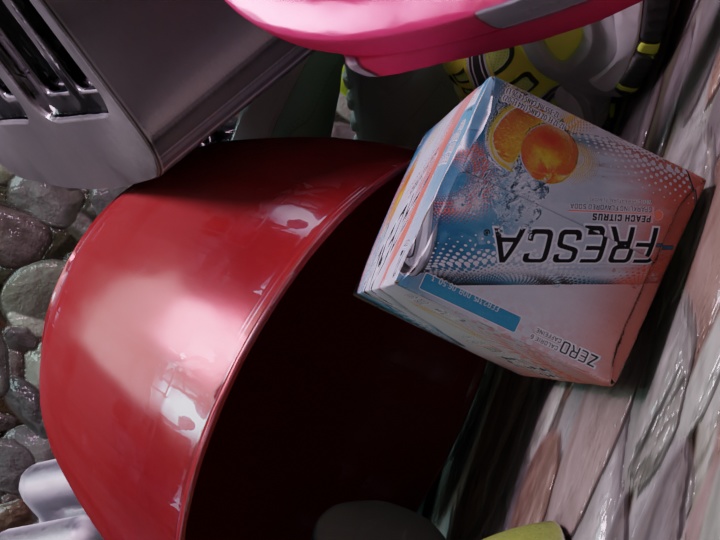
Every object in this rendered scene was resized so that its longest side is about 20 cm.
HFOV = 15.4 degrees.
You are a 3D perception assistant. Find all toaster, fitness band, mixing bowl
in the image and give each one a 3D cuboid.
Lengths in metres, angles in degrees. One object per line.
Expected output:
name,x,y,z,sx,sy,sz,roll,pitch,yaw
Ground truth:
toaster,-0.100,-0.127,0.946,0.119,0.200,0.181,-42,19,-18
fitness band,0.035,-0.140,0.813,0.037,0.199,0.145,22,-121,-58
mixing bowl,-0.044,0.029,0.962,0.200,0.108,0.201,-45,-30,-35

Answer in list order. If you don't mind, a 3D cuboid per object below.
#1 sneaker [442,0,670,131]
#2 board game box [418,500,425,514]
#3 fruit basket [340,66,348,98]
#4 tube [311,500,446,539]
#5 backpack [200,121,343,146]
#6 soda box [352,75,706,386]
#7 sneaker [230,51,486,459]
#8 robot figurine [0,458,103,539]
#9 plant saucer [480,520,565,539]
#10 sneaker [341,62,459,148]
sneaker,0.059,-0.082,0.945,0.200,0.076,0.076,110,176,-66
board game box,0.006,0.073,1.222,0.151,0.047,0.201,111,176,-47
fruit basket,-0.010,-0.112,1.206,0.185,0.199,0.094,-83,13,-72
tube,-0.013,0.179,0.986,0.078,0.050,0.201,-73,-3,-60
backpack,-0.021,-0.014,1.437,0.200,0.166,0.127,-118,27,-82
soda box,0.044,-0.008,0.797,0.200,0.068,0.064,149,146,-86
sneaker,0.000,0.000,1.070,0.074,0.117,0.202,-46,-33,-76
robot figurine,-0.090,0.170,1.266,0.112,0.200,0.170,-11,40,36
plant saucer,0.011,0.163,0.761,0.200,0.031,0.201,-161,90,-87
sneaker,0.029,-0.062,1.091,0.076,0.080,0.201,-42,-26,-48
